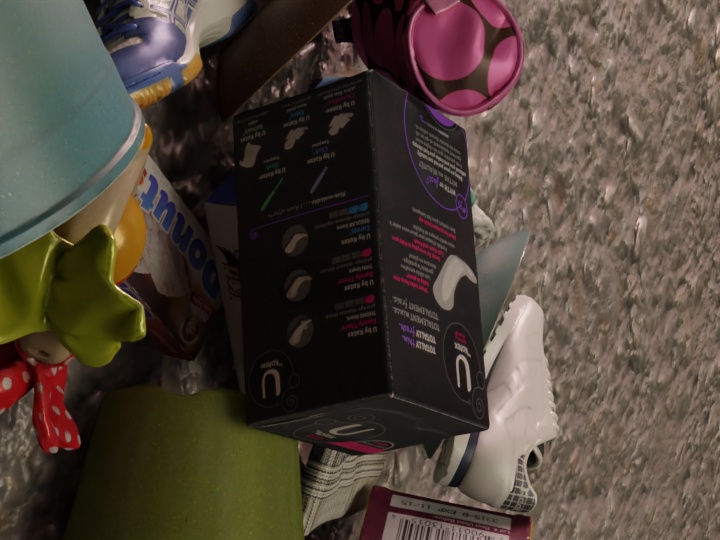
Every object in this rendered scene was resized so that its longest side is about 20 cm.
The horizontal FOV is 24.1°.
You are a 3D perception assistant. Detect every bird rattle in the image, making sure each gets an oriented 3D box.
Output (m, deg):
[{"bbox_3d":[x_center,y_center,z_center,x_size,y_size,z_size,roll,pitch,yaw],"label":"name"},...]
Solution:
[{"bbox_3d":[-0.149,0.007,0.902,0.200,0.112,0.164,105,7,-65],"label":"bird rattle"}]

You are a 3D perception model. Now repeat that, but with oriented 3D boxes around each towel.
[{"bbox_3d":[0.011,0.098,1.233,0.200,0.034,0.194,15,95,-78],"label":"towel"}]

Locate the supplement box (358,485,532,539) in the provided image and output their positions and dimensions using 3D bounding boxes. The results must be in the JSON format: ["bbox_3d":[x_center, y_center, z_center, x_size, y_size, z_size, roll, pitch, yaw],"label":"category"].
[{"bbox_3d":[0.051,0.282,1.279,0.103,0.130,0.201,-72,172,-64],"label":"supplement box"}]

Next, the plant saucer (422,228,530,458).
[{"bbox_3d":[0.080,0.052,1.358,0.201,0.038,0.202,23,90,-89],"label":"plant saucer"}]

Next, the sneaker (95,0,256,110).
[{"bbox_3d":[-0.130,-0.148,0.969,0.088,0.075,0.200,61,26,-20],"label":"sneaker"}]

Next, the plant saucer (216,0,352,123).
[{"bbox_3d":[-0.027,-0.175,1.071,0.037,0.200,0.201,47,49,-8],"label":"plant saucer"}]

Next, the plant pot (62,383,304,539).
[{"bbox_3d":[-0.108,0.173,1.024,0.200,0.199,0.191,30,60,-57],"label":"plant pot"}]

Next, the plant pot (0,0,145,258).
[{"bbox_3d":[-0.219,-0.113,0.737,0.200,0.199,0.189,-47,129,-42],"label":"plant pot"}]

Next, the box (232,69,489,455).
[{"bbox_3d":[0.000,0.000,1.029,0.122,0.106,0.201,24,57,-54],"label":"box"}]

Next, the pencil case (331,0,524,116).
[{"bbox_3d":[0.045,-0.160,1.134,0.090,0.200,0.094,-18,106,-9],"label":"pencil case"}]

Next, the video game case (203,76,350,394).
[{"bbox_3d":[-0.033,-0.013,1.178,0.200,0.045,0.182,-52,141,-52],"label":"video game case"}]

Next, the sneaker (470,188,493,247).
[{"bbox_3d":[0.043,-0.058,1.202,0.200,0.077,0.092,74,-10,-73],"label":"sneaker"}]

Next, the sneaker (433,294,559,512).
[{"bbox_3d":[0.120,0.105,1.334,0.077,0.080,0.201,109,3,-50],"label":"sneaker"}]

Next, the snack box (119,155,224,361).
[{"bbox_3d":[-0.140,-0.027,1.039,0.200,0.024,0.072,57,47,-48],"label":"snack box"}]
